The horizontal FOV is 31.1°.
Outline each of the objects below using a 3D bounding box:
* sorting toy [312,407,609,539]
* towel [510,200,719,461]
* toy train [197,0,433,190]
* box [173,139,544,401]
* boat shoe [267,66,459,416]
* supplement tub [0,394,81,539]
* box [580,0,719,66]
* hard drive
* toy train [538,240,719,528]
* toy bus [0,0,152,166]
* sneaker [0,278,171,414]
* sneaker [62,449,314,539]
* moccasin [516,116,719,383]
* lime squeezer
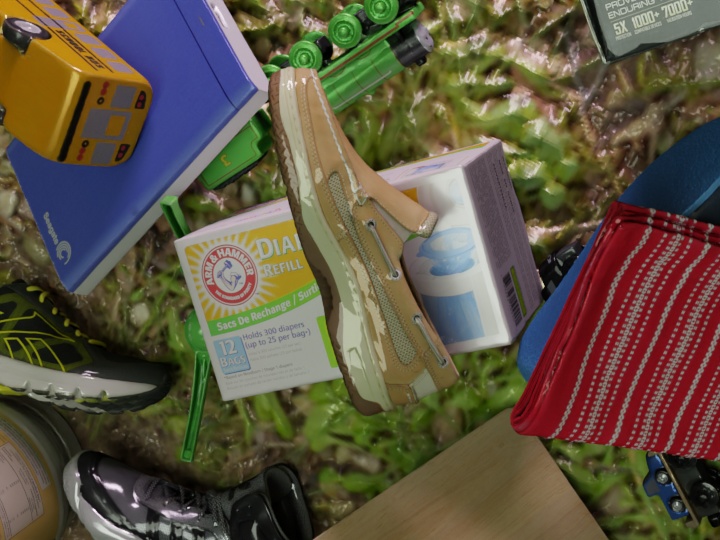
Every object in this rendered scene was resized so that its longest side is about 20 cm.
[{"bbox_3d":[0.071,0.223,0.809,0.200,0.199,0.070,55,149,10],"label":"sorting toy"},{"bbox_3d":[0.191,0.044,0.737,0.198,0.023,0.146,11,113,-28],"label":"towel"},{"bbox_3d":[-0.037,-0.117,0.837,0.199,0.042,0.057,-30,102,24],"label":"toy train"},{"bbox_3d":[0.000,0.000,0.818,0.198,0.101,0.113,-14,99,22],"label":"box"},{"bbox_3d":[0.007,-0.022,0.725,0.075,0.072,0.202,-16,104,8],"label":"boat shoe"},{"bbox_3d":[-0.298,0.175,0.916,0.144,0.200,0.147,5,105,19],"label":"supplement tub"},{"bbox_3d":[0.215,-0.183,0.661,0.198,0.164,0.087,-16,98,23],"label":"box"},{"bbox_3d":[-0.153,-0.098,0.860,0.200,0.025,0.133,-43,60,24],"label":"hard drive"},{"bbox_3d":[0.169,0.076,0.814,0.046,0.034,0.201,-29,92,27],"label":"toy train"},{"bbox_3d":[-0.227,-0.146,0.852,0.200,0.078,0.065,40,116,33],"label":"toy bus"},{"bbox_3d":[-0.231,0.050,0.929,0.198,0.075,0.085,10,75,2],"label":"sneaker"},{"bbox_3d":[-0.109,0.169,0.919,0.199,0.076,0.114,37,112,1],"label":"sneaker"},{"bbox_3d":[0.174,-0.001,0.766,0.068,0.081,0.200,39,96,-22],"label":"moccasin"},{"bbox_3d":[-0.108,0.031,0.885,0.037,0.071,0.202,1,118,1],"label":"lime squeezer"}]
